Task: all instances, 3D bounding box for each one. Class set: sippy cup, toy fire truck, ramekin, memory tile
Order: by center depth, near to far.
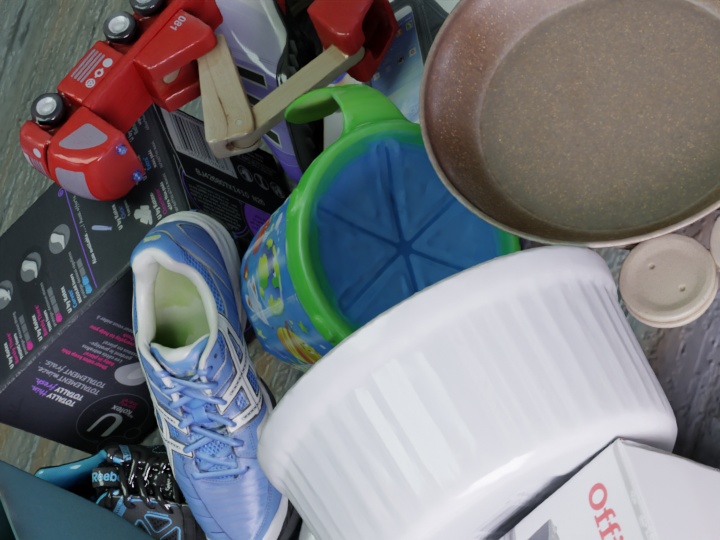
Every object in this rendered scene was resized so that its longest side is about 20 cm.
[{"bbox_3d":[0.058,0.085,1.187,0.200,0.200,0.098,-42,65,23],"label":"ramekin"},{"bbox_3d":[0.178,-0.072,1.247,0.152,0.017,0.201,-24,56,4],"label":"memory tile"},{"bbox_3d":[0.000,0.000,1.329,0.130,0.139,0.179,-27,40,61],"label":"sippy cup"},{"bbox_3d":[-0.088,-0.109,1.411,0.141,0.049,0.200,31,73,29],"label":"toy fire truck"}]

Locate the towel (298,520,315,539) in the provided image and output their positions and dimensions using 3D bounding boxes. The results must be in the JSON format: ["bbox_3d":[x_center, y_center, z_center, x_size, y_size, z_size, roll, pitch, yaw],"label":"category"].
[{"bbox_3d":[0.032,0.173,1.324,0.190,0.032,0.202,2,75,45],"label":"towel"}]

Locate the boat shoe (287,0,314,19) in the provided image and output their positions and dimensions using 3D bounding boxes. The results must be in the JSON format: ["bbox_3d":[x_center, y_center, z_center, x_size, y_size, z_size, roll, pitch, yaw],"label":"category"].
[{"bbox_3d":[-0.052,-0.206,1.547,0.200,0.065,0.072,-46,47,19],"label":"boat shoe"}]

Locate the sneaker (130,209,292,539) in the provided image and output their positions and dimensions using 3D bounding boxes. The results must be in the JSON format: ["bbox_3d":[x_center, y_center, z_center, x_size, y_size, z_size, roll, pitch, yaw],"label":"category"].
[{"bbox_3d":[-0.093,0.068,1.364,0.075,0.077,0.202,-16,91,17],"label":"sneaker"}]

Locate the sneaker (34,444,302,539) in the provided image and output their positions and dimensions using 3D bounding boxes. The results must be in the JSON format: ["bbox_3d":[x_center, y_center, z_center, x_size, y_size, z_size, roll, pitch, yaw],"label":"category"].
[{"bbox_3d":[-0.114,0.138,1.445,0.199,0.082,0.074,-16,59,38],"label":"sneaker"}]

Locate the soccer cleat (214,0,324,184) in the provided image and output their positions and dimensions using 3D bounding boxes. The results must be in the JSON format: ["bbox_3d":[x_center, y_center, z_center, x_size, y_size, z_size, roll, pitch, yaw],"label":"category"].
[{"bbox_3d":[-0.071,-0.138,1.495,0.073,0.068,0.202,-22,84,18],"label":"soccer cleat"}]

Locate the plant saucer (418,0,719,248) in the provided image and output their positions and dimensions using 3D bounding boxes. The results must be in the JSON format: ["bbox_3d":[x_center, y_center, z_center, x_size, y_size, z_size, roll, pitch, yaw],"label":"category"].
[{"bbox_3d":[0.129,-0.090,1.240,0.199,0.037,0.202,-9,56,13],"label":"plant saucer"}]

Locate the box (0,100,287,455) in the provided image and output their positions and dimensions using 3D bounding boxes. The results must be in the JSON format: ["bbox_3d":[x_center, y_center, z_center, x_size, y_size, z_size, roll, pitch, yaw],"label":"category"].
[{"bbox_3d":[-0.144,0.008,1.501,0.200,0.122,0.107,-42,48,22],"label":"box"}]

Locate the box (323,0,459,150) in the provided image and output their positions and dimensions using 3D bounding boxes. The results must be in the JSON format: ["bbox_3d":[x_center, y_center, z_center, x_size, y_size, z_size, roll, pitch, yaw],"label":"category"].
[{"bbox_3d":[0.032,-0.089,1.433,0.118,0.041,0.202,-22,56,37],"label":"box"}]

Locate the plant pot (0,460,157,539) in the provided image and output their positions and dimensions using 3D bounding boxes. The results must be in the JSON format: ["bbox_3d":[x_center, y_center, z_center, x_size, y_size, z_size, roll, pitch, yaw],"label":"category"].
[{"bbox_3d":[-0.157,0.221,1.365,0.141,0.199,0.142,-48,46,19],"label":"plant pot"}]

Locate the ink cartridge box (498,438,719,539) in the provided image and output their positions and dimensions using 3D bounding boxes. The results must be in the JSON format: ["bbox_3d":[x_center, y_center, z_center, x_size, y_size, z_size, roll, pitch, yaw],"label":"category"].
[{"bbox_3d":[0.103,0.198,1.143,0.200,0.084,0.146,-43,45,29],"label":"ink cartridge box"}]
